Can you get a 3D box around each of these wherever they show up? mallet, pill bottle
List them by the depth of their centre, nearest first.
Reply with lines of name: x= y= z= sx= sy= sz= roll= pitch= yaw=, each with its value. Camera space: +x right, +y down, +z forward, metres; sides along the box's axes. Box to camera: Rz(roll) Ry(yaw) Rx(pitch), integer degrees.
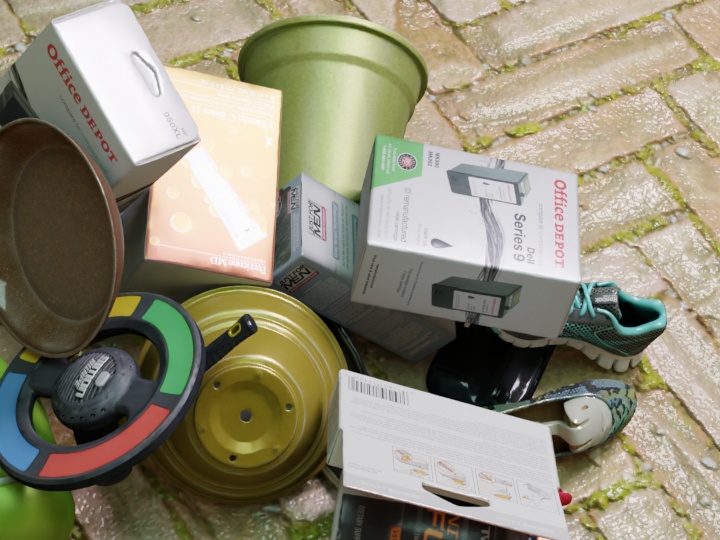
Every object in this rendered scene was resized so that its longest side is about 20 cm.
mallet: x=-0.162 y=0.111 z=1.445 sx=0.199 sy=0.041 sz=0.066 roll=-33 pitch=55 yaw=20
pill bottle: x=0.073 y=0.238 z=1.491 sx=0.198 sy=0.107 sz=0.107 roll=9 pitch=52 yaw=0

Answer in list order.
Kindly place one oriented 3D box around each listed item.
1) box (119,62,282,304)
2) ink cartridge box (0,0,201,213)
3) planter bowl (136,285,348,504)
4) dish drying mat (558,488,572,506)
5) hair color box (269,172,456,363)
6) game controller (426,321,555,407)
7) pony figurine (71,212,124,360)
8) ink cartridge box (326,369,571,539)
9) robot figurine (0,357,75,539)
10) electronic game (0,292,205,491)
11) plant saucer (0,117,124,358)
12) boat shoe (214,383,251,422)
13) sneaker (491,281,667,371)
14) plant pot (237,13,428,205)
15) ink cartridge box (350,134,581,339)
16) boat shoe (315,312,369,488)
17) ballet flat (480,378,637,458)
box: x=-0.148 y=-0.072 z=1.582 sx=0.123 sy=0.097 sz=0.202 roll=10 pitch=65 yaw=-20
ink cartridge box: x=-0.248 y=-0.120 z=1.488 sx=0.084 sy=0.200 sz=0.145 roll=-29 pitch=86 yaw=-44
planter bowl: x=-0.103 y=0.120 z=1.499 sx=0.198 sy=0.203 sz=0.083 roll=1 pitch=9 yaw=-6
dish drying mat: x=0.085 y=0.185 z=1.526 sx=0.198 sy=0.077 sz=0.018 roll=14 pitch=73 yaw=-13
hair color box: x=0.000 y=0.000 z=1.625 sx=0.199 sy=0.060 sz=0.100 roll=29 pitch=43 yaw=-34
game controller: x=0.141 y=0.061 z=1.683 sx=0.103 sy=0.042 sz=0.201 roll=14 pitch=51 yaw=22
pony figurine: x=-0.277 y=-0.037 z=1.644 sx=0.192 sy=0.167 sz=0.201 roll=31 pitch=71 yaw=8
ink cartridge box: x=0.070 y=0.169 z=1.435 sx=0.198 sy=0.045 sz=0.177 roll=16 pitch=27 yaw=-9
robot figurine: x=-0.317 y=0.176 z=1.482 sx=0.174 sy=0.116 sz=0.201 roll=-10 pitch=55 yaw=-25
electronic game: x=-0.220 y=0.098 z=1.419 sx=0.198 sy=0.042 sz=0.201 roll=-15 pitch=44 yaw=14
plant saucer: x=-0.258 y=-0.029 z=1.436 sx=0.036 sy=0.201 sz=0.200 roll=-13 pitch=51 yaw=-47
boat shoe: x=-0.129 y=0.086 z=1.603 sx=0.070 sy=0.070 sz=0.201 roll=-22 pitch=58 yaw=-22
sneaker: x=0.208 y=0.034 z=1.634 sx=0.198 sy=0.091 sz=0.078 roll=13 pitch=60 yaw=-25
plant pot: x=-0.036 y=-0.123 z=1.714 sx=0.198 sy=0.201 sz=0.186 roll=7 pitch=64 yaw=-2
ink cartridge box: x=0.098 y=-0.032 z=1.566 sx=0.198 sy=0.084 sz=0.147 roll=10 pitch=47 yaw=-6
boat shoe: x=-0.018 y=0.122 z=1.592 sx=0.071 sy=0.065 sz=0.201 roll=-10 pitch=56 yaw=-19
ballet flat: x=0.173 y=0.151 z=1.588 sx=0.198 sy=0.075 sz=0.075 roll=-14 pitch=55 yaw=-9
